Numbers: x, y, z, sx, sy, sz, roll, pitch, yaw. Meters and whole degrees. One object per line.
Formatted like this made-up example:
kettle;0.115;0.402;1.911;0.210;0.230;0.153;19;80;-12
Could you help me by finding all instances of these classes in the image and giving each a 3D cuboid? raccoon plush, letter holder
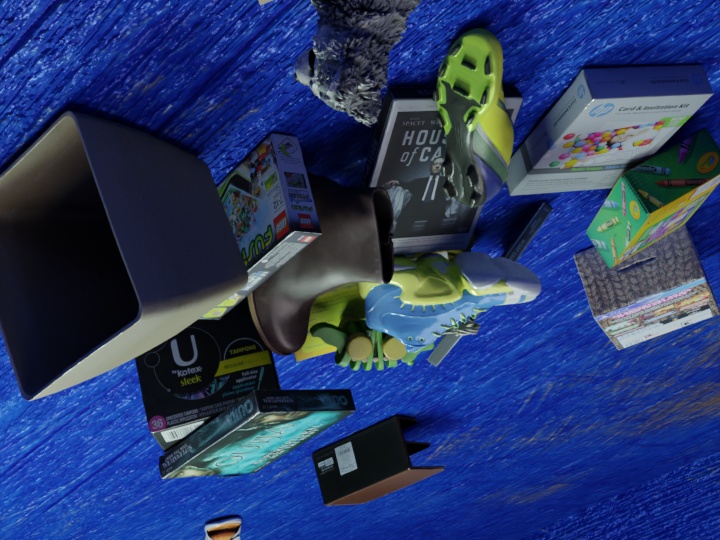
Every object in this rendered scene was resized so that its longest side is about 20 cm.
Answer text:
raccoon plush;0.027;-0.206;0.992;0.199;0.135;0.096;-31;152;35
letter holder;0.037;0.352;2.378;0.199;0.101;0.142;-28;157;29

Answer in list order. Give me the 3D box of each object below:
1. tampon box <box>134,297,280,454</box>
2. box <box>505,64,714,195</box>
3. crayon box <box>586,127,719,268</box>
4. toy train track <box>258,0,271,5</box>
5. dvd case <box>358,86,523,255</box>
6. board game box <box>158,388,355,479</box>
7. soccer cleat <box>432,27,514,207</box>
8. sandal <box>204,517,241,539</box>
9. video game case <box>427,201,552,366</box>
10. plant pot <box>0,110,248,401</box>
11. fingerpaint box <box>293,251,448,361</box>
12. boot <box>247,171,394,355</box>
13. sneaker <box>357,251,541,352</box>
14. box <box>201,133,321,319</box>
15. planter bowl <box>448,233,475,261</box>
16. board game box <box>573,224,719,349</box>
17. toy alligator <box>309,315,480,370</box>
tampon box;-0.178;0.091;1.478;0.148;0.202;0.126;-15;158;-4
box;0.264;-0.150;1.408;0.154;0.042;0.200;-6;155;-24
crayon box;0.350;-0.082;1.538;0.118;0.059;0.200;-29;166;-11
toy train track;-0.082;-0.257;0.947;0.114;0.033;0.200;-22;164;-2
dvd case;0.071;-0.099;1.328;0.149;0.025;0.201;-5;134;-26
board game box;-0.117;0.181;1.428;0.134;0.028;0.200;3;151;-41
soccer cleat;0.116;-0.153;1.249;0.084;0.064;0.201;-42;145;-35
sandal;-0.288;0.573;2.741;0.078;0.060;0.207;-10;157;-13
video game case;0.160;0.018;1.600;0.200;0.019;0.143;-51;176;-30
plant pot;-0.227;-0.015;1.230;0.199;0.201;0.176;-32;163;36
fingerpaint box;0.000;0.000;1.476;0.198;0.074;0.168;-15;134;-1
boot;-0.038;0.003;1.319;0.165;0.202;0.072;12;-161;42
sneaker;0.093;0.036;1.403;0.198;0.106;0.076;7;-160;7
box;-0.118;-0.041;1.324;0.034;0.111;0.200;4;151;-38
planter bowl;0.059;0.020;1.621;0.198;0.084;0.201;-13;157;-5
board game box;0.408;0.021;1.831;0.158;0.098;0.200;-21;157;14
toy alligator;0.039;0.086;1.463;0.198;0.059;0.055;1;112;-14
